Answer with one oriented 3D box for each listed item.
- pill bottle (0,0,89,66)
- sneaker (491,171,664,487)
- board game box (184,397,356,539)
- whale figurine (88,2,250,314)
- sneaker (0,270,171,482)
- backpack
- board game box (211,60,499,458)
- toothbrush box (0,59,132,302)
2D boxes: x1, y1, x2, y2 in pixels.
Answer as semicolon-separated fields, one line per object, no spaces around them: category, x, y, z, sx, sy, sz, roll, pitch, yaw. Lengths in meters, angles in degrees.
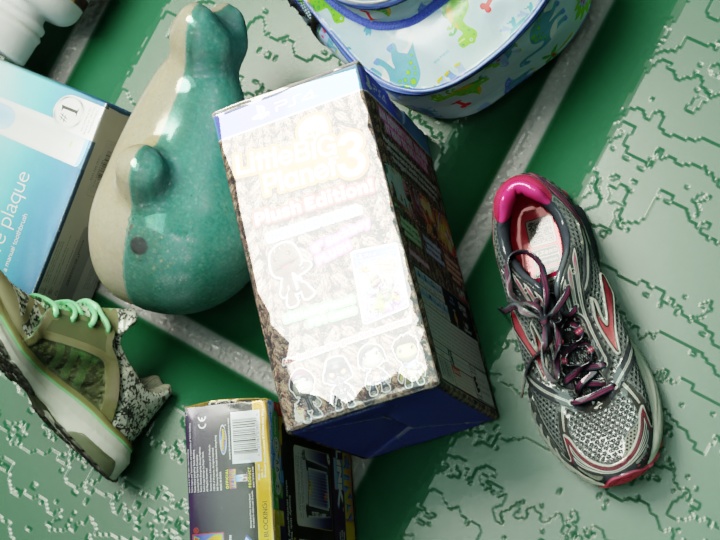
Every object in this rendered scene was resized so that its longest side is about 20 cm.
pill bottle;-0.215;-0.247;1.242;0.109;0.109;0.201;30;87;20
sneaker;0.123;0.037;1.102;0.080;0.075;0.201;-24;74;11
board game box;-0.048;0.186;1.074;0.056;0.165;0.202;-7;77;14
whale figurine;-0.100;-0.068;1.150;0.103;0.159;0.202;19;101;14
sneaker;-0.189;0.042;1.155;0.089;0.201;0.077;-44;40;-17
backpack;0.038;-0.206;1.140;0.183;0.147;0.200;-40;73;8
board game box;0.000;0.000;1.102;0.096;0.159;0.202;-18;74;13
toothbrush box;-0.261;-0.073;1.232;0.199;0.085;0.147;23;92;21
